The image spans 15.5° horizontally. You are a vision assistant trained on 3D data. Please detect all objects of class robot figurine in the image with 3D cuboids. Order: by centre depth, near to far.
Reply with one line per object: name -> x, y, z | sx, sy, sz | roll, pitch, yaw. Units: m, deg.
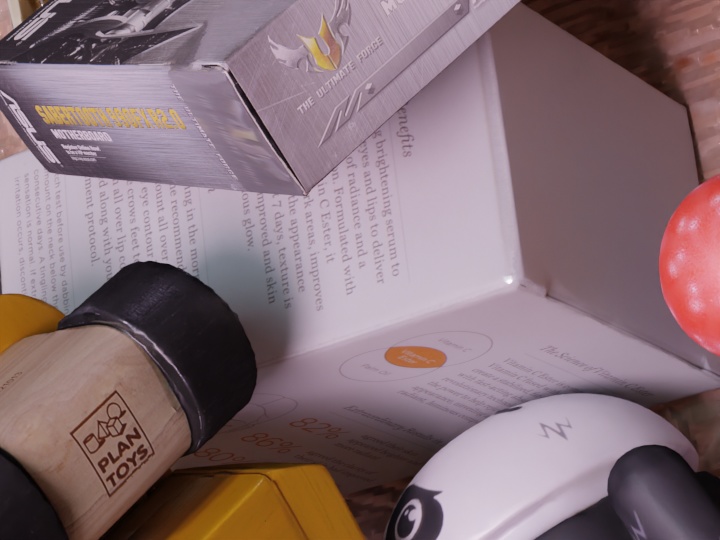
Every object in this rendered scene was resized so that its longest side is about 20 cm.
robot figurine -> 0.087, 0.135, 0.854 | 0.150, 0.125, 0.200 | -42, 65, 18

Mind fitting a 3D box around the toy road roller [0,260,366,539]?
toy road roller -> -0.088, 0.100, 0.819 | 0.146, 0.123, 0.200 | -8, 118, 48

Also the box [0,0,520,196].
box -> -0.004, -0.104, 0.827 | 0.200, 0.048, 0.158 | -43, 25, -23

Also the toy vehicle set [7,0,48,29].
toy vehicle set -> -0.103, -0.204, 1.076 | 0.124, 0.026, 0.201 | -21, 73, 28

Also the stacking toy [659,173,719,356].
stacking toy -> 0.151, 0.007, 0.785 | 0.085, 0.200, 0.086 | -5, 81, 31

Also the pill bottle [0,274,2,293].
pill bottle -> -0.151, 0.062, 1.020 | 0.200, 0.116, 0.116 | 46, 108, 28

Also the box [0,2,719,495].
box -> 0.000, 0.000, 0.905 | 0.199, 0.152, 0.107 | -18, 66, 28
